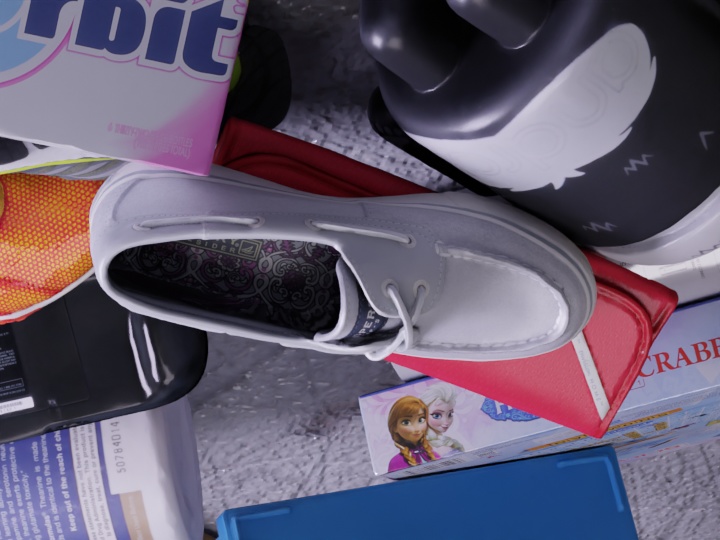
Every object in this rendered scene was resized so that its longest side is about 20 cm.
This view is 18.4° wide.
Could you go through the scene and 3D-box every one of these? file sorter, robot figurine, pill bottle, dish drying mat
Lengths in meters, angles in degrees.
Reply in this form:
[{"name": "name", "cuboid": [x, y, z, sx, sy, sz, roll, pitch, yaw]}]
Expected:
[{"name": "file sorter", "cuboid": [0.026, 0.180, 1.055, 0.199, 0.139, 0.123, -7, 162, -23]}, {"name": "robot figurine", "cuboid": [0.087, -0.083, 0.871, 0.200, 0.150, 0.125, 30, 89, -38]}, {"name": "pill bottle", "cuboid": [-0.183, 0.102, 1.083, 0.199, 0.111, 0.111, -9, 144, 3]}, {"name": "dish drying mat", "cuboid": [0.025, 0.006, 0.899, 0.199, 0.018, 0.077, 21, 116, -14]}]

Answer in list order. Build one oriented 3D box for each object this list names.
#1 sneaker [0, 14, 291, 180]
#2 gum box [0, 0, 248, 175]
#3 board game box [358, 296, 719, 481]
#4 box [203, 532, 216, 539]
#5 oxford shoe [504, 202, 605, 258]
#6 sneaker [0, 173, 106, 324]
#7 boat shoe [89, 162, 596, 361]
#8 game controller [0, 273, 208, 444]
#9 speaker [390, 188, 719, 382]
[{"name": "sneaker", "cuboid": [-0.131, -0.062, 0.890, 0.199, 0.074, 0.081, -1, 164, -22]}, {"name": "gum box", "cuboid": [-0.142, -0.111, 0.791, 0.199, 0.066, 0.114, 10, 99, -22]}, {"name": "board game box", "cuboid": [0.121, 0.064, 1.076, 0.199, 0.041, 0.199, -16, 167, 12]}, {"name": "box", "cuboid": [-0.164, 0.178, 1.263, 0.163, 0.021, 0.200, -31, 137, 29]}, {"name": "oxford shoe", "cuboid": [0.000, 0.000, 0.937, 0.199, 0.071, 0.074, 13, 105, -1]}, {"name": "sneaker", "cuboid": [-0.193, -0.012, 0.949, 0.199, 0.073, 0.077, -14, 163, 7]}, {"name": "boat shoe", "cuboid": [-0.005, 0.004, 0.847, 0.199, 0.069, 0.072, 16, 118, -10]}, {"name": "game controller", "cuboid": [-0.171, 0.028, 1.008, 0.199, 0.042, 0.105, -13, 107, 9]}, {"name": "speaker", "cuboid": [0.102, -0.011, 1.002, 0.199, 0.081, 0.081, -16, 143, 12]}]
